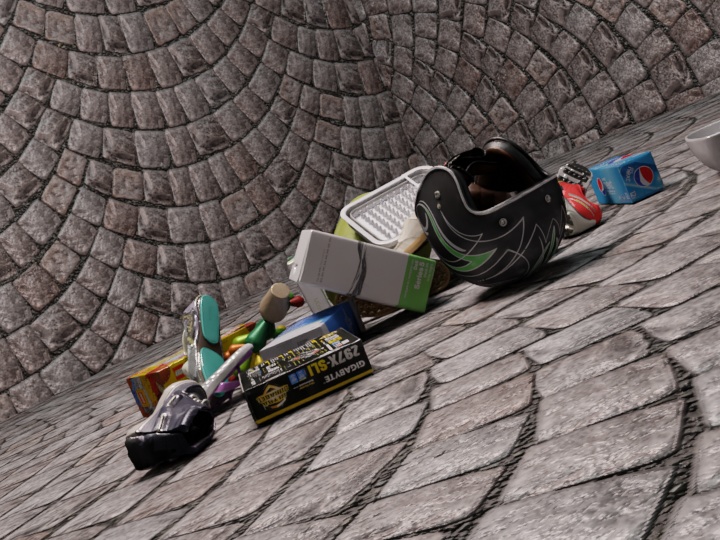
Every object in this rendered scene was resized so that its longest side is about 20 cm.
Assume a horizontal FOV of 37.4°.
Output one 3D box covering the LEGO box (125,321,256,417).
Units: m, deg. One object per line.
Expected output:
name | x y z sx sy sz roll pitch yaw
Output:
LEGO box | -0.271 0.167 1.792 0.199 0.078 0.148 -27 6 -33

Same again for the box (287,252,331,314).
box | -0.082 0.040 1.848 0.036 0.145 0.200 -28 4 -3

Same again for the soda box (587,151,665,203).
soda box | 0.453 -0.158 1.830 0.064 0.068 0.200 -24 4 -2

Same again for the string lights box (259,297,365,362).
string lights box | -0.068 0.102 1.596 0.102 0.059 0.200 -23 5 17

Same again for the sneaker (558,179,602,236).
sneaker | 0.325 -0.118 1.744 0.084 0.078 0.200 -15 37 -17

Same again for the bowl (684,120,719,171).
bowl | 0.596 -0.205 1.590 0.198 0.075 0.200 -23 5 13

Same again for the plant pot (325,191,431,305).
plant pot | 0.013 -0.015 1.930 0.186 0.188 0.200 -21 20 32

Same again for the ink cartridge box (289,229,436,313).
ink cartridge box | 0.000 0.000 1.632 0.198 0.085 0.145 14 -1 -9

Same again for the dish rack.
dish rack | 0.080 -0.102 1.850 0.199 0.044 0.172 -28 36 -16

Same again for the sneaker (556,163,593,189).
sneaker | 0.328 -0.095 1.828 0.200 0.075 0.081 -40 -32 -21

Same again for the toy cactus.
toy cactus | -0.142 0.090 1.696 0.200 0.102 0.166 -45 -13 -42

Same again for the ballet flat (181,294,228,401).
ballet flat | -0.250 0.133 1.676 0.071 0.202 0.072 -7 -39 -6

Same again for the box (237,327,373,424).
box | -0.076 0.132 1.374 0.158 0.050 0.200 -22 4 -8

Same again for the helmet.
helmet | 0.187 -0.073 1.469 0.199 0.191 0.201 -37 -25 -21

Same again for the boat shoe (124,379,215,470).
boat shoe | -0.217 0.190 1.361 0.092 0.075 0.200 -15 15 18

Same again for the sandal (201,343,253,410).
sandal | -0.211 0.182 1.541 0.082 0.050 0.203 -40 5 44

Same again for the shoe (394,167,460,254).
shoe | 0.110 -0.086 1.729 0.200 0.053 0.070 -46 -9 16

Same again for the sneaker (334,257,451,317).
sneaker | 0.060 0.027 1.778 0.198 0.068 0.090 -17 5 14
